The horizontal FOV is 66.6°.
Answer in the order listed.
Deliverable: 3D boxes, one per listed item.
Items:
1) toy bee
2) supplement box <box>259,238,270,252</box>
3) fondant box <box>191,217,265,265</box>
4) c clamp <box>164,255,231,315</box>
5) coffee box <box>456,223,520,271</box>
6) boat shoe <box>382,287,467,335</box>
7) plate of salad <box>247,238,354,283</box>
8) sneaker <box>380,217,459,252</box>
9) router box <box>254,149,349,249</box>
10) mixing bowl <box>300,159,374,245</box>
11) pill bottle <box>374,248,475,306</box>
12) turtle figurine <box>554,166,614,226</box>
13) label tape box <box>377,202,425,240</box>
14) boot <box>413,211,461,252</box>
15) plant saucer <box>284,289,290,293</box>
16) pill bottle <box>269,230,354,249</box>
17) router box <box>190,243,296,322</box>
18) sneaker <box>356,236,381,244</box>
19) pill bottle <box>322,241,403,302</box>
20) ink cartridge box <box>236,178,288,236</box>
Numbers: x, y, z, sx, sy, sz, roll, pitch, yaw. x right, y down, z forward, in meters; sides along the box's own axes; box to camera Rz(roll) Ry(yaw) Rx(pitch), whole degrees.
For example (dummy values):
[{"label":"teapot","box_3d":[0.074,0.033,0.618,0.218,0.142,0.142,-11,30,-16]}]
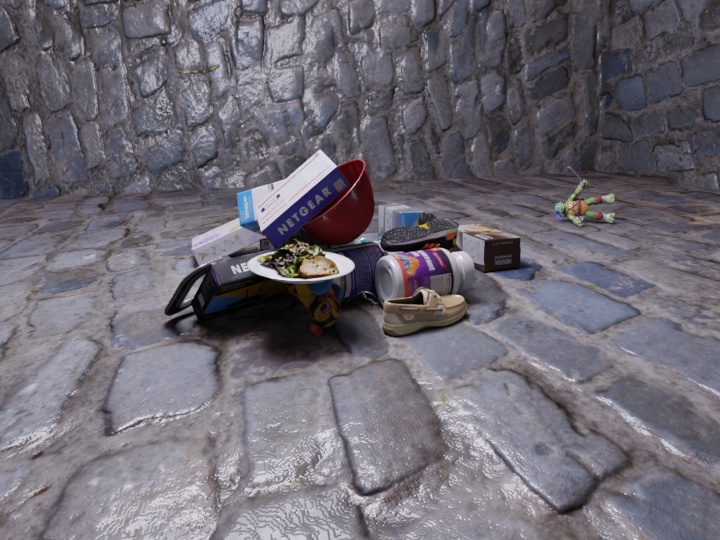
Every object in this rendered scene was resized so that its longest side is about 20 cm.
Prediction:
[{"label":"toy bee","box_3d":[-0.078,0.057,1.014,0.198,0.131,0.110,10,61,54]},{"label":"supplement box","box_3d":[-0.205,-0.058,1.457,0.105,0.063,0.200,-3,4,-4]},{"label":"fondant box","box_3d":[-0.372,-0.090,1.541,0.196,0.060,0.144,-27,21,-9]},{"label":"c clamp","box_3d":[-0.313,0.027,1.096,0.169,0.027,0.200,-30,-11,-43]},{"label":"coffee box","box_3d":[0.323,-0.065,1.460,0.111,0.082,0.200,-6,16,-17]},{"label":"boat shoe","box_3d":[0.128,0.069,1.041,0.196,0.067,0.071,-13,19,-34]},{"label":"plate of salad","box_3d":[-0.107,-0.021,0.991,0.193,0.050,0.201,1,17,0]},{"label":"sneaker","box_3d":[0.132,-0.050,1.197,0.195,0.093,0.070,-15,30,-26]},{"label":"router box","box_3d":[-0.129,-0.155,1.152,0.199,0.049,0.180,-40,27,3]},{"label":"mixing bowl","box_3d":[-0.043,-0.129,1.173,0.197,0.109,0.202,-30,29,18]},{"label":"pill bottle","box_3d":[0.137,0.014,1.141,0.194,0.115,0.111,-9,17,-24]},{"label":"turtle figurine","box_3d":[0.780,-0.227,1.882,0.187,0.203,0.147,3,49,0]},{"label":"label tape box","box_3d":[0.113,-0.090,1.445,0.061,0.149,0.199,-7,17,-22]},{"label":"boot","box_3d":[0.173,-0.030,1.332,0.067,0.203,0.131,-16,-23,-40]},{"label":"plant saucer","box_3d":[-0.164,0.017,1.308,0.193,0.033,0.201,-1,17,0]},{"label":"pill bottle","box_3d":[-0.118,-0.061,1.308,0.193,0.120,0.116,-4,16,-12]},{"label":"router box","box_3d":[-0.224,0.024,1.093,0.197,0.052,0.149,-17,-21,-41]},{"label":"sneaker","box_3d":[0.057,-0.034,1.363,0.196,0.089,0.077,11,21,38]},{"label":"pill bottle","box_3d":[0.000,0.000,1.197,0.195,0.120,0.115,-11,18,-30]},{"label":"ink cartridge box","box_3d":[-0.179,-0.153,1.336,0.194,0.087,0.145,-11,-13,19]}]
